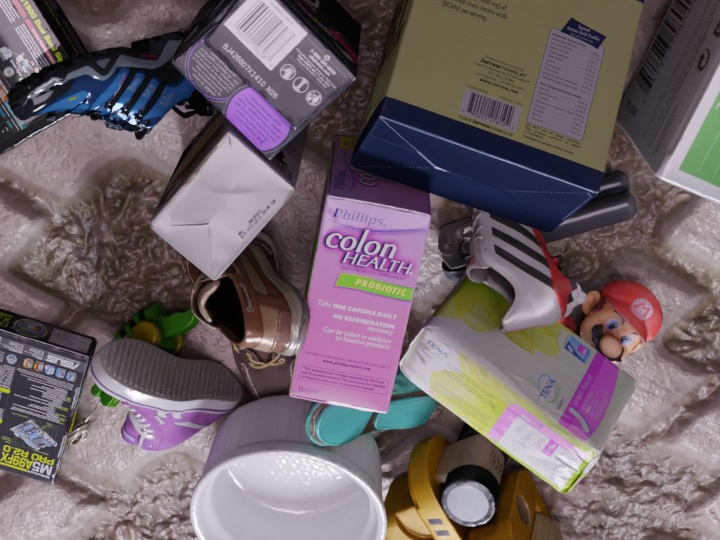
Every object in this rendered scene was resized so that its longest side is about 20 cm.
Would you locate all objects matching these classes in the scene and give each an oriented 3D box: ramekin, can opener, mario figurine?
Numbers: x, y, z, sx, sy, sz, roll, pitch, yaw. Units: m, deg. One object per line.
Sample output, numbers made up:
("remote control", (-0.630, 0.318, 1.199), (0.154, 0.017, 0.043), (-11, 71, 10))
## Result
("ramekin", (-0.070, 0.221, 1.428), (0.198, 0.098, 0.202), (2, 128, 3))
("can opener", (0.173, -0.039, 1.375), (0.198, 0.054, 0.067), (-16, 144, 7))
("mario figurine", (0.214, 0.087, 1.384), (0.200, 0.107, 0.123), (-41, 141, 23))

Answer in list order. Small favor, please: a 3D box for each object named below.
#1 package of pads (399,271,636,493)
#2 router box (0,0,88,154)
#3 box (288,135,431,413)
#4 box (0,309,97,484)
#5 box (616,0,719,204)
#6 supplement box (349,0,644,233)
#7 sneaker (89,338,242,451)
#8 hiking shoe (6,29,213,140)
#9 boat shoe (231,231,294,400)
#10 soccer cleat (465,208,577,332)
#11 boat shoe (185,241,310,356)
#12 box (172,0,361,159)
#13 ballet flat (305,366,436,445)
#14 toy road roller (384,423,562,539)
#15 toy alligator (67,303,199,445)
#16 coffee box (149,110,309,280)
("package of pads", (0.147, 0.098, 1.297), (0.199, 0.155, 0.068), (37, 124, 6))
("router box", (-0.352, -0.214, 1.292), (0.149, 0.062, 0.201), (-26, 110, 11))
("box", (0.000, 0.000, 1.316), (0.096, 0.176, 0.202), (10, 112, -3))
("box", (-0.390, 0.119, 1.441), (0.198, 0.044, 0.161), (17, 112, -6))
("box", (0.356, -0.165, 1.231), (0.170, 0.200, 0.200), (21, 110, -10))
("supplement box", (0.119, -0.170, 1.218), (0.198, 0.134, 0.201), (18, 74, -7))
("sneaker", (-0.215, 0.136, 1.385), (0.114, 0.073, 0.200), (-38, 147, 19))
("hiking shoe", (-0.218, -0.157, 1.255), (0.199, 0.074, 0.087), (-22, 103, -33))
("boat shoe", (-0.100, 0.062, 1.405), (0.071, 0.060, 0.202), (-6, 112, 4))
("soccer cleat", (0.128, -0.032, 1.305), (0.085, 0.201, 0.069), (-21, 155, -9))
("boat shoe", (-0.120, 0.018, 1.281), (0.071, 0.200, 0.076), (-2, 109, -32))
("box", (-0.076, -0.200, 1.220), (0.106, 0.200, 0.122), (-41, 107, 16))
("ballet flat", (-0.005, 0.130, 1.379), (0.070, 0.199, 0.068), (35, 110, 32))
("toy road roller", (0.110, 0.264, 1.459), (0.145, 0.123, 0.201), (-23, 109, 25))
("toy alligator", (-0.243, 0.094, 1.424), (0.200, 0.059, 0.054), (-44, 65, 14))
("coffee box", (-0.115, -0.090, 1.266), (0.080, 0.200, 0.114), (40, 107, -13))
